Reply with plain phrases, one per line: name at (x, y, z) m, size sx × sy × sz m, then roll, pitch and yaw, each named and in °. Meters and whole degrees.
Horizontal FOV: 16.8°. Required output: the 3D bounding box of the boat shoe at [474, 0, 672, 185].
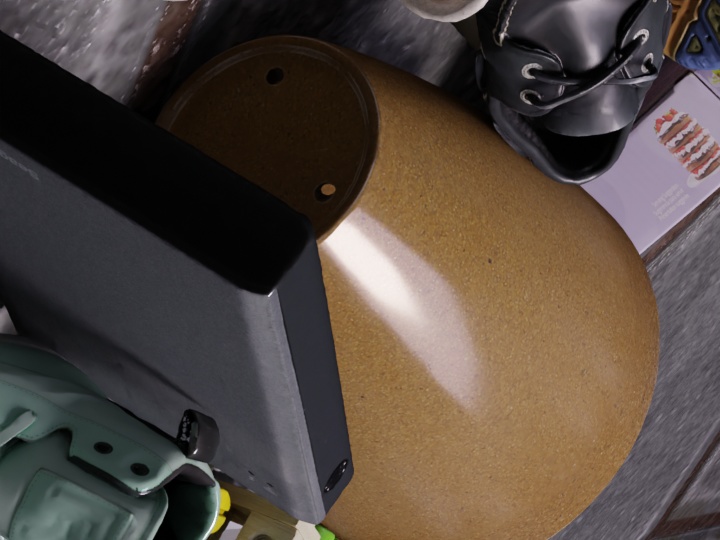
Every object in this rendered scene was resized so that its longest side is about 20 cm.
boat shoe at (0.076, -0.076, 0.854) m, size 0.074 × 0.066 × 0.199 m, roll -14°, pitch 167°, yaw -7°

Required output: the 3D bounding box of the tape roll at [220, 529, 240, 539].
tape roll at (-0.021, 0.102, 1.223) m, size 0.202 × 0.071 × 0.203 m, roll -43°, pitch 161°, yaw -19°

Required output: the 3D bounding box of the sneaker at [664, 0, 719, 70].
sneaker at (0.186, -0.162, 0.948) m, size 0.200 × 0.075 × 0.088 m, roll -56°, pitch 162°, yaw 18°

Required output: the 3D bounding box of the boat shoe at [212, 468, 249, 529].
boat shoe at (-0.015, 0.032, 1.095) m, size 0.199 × 0.073 × 0.068 m, roll -40°, pitch 154°, yaw -30°

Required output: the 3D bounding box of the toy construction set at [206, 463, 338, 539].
toy construction set at (-0.084, 0.107, 0.948) m, size 0.131 × 0.199 × 0.092 m, roll 60°, pitch 39°, yaw -52°

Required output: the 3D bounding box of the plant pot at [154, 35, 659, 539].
plant pot at (0.000, 0.000, 0.934) m, size 0.186 × 0.186 × 0.200 m, roll -47°, pitch 148°, yaw -3°

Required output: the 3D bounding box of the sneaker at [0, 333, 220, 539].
sneaker at (-0.127, 0.059, 0.778) m, size 0.200 × 0.118 × 0.074 m, roll 4°, pitch 108°, yaw -55°

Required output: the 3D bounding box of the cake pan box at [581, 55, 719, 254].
cake pan box at (0.134, -0.059, 1.115) m, size 0.200 × 0.052 × 0.184 m, roll -44°, pitch -179°, yaw 39°

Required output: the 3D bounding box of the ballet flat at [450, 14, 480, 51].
ballet flat at (0.104, -0.142, 0.909) m, size 0.200 × 0.070 × 0.069 m, roll -29°, pitch 174°, yaw 33°

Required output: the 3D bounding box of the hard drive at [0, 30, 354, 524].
hard drive at (-0.069, 0.004, 0.797) m, size 0.033 × 0.139 × 0.200 m, roll -53°, pitch 163°, yaw -19°

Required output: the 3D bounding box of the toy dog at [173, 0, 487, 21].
toy dog at (-0.030, -0.147, 0.630) m, size 0.096 × 0.131 × 0.201 m, roll -40°, pitch 142°, yaw -51°
